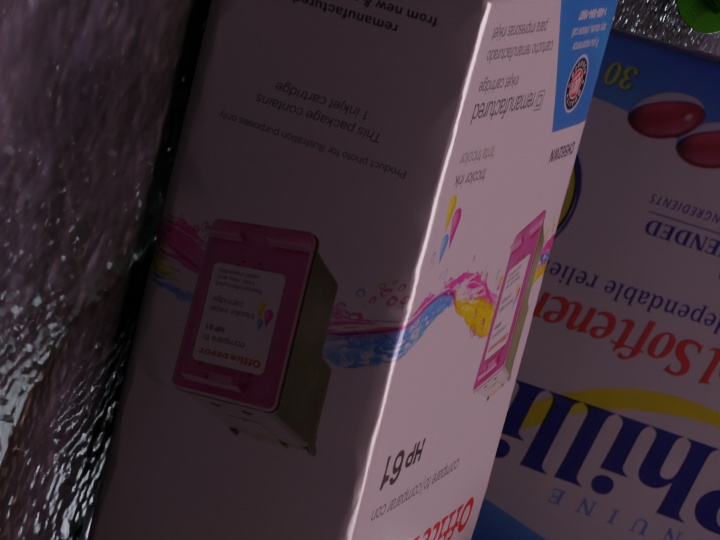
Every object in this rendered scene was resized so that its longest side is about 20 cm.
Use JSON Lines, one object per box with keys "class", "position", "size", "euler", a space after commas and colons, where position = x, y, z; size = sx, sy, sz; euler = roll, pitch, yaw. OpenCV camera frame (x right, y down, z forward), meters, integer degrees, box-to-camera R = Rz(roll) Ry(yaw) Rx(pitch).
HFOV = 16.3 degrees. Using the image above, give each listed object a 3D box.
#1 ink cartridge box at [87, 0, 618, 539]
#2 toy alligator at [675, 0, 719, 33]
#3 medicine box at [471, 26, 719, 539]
{"class": "ink cartridge box", "position": [0.000, 0.000, 0.761], "size": [0.145, 0.085, 0.200], "euler": [-22, 129, -67]}
{"class": "toy alligator", "position": [0.194, -0.158, 1.237], "size": [0.054, 0.059, 0.200], "euler": [-32, -170, 36]}
{"class": "medicine box", "position": [0.102, 0.021, 0.921], "size": [0.103, 0.182, 0.200], "euler": [14, 94, -71]}
